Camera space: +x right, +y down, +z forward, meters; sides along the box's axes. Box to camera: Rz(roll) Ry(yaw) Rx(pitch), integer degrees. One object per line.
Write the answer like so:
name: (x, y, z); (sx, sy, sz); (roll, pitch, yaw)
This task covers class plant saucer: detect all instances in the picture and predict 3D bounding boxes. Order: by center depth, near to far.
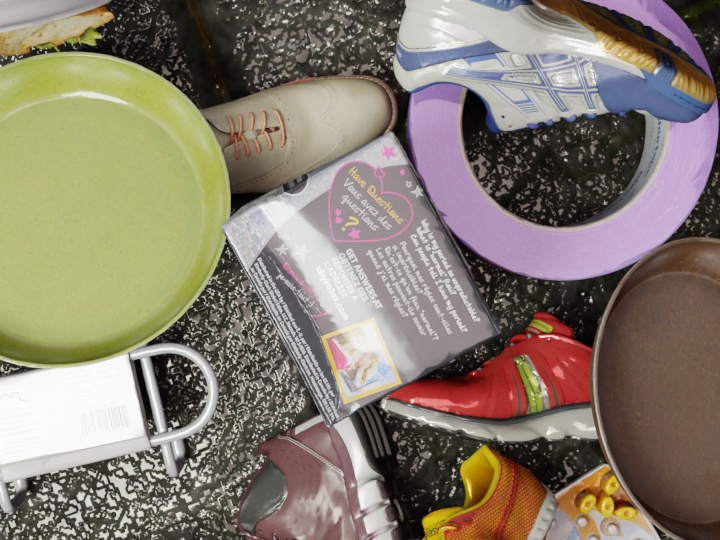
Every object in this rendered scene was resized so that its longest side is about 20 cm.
plant saucer: (-0.177, -0.035, 0.821); (0.198, 0.031, 0.202); (1, 72, -2)
plant saucer: (0.222, 0.080, 0.875); (0.199, 0.034, 0.202); (5, 79, -27)

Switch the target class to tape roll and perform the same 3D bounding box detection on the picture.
tape roll: (0.130, -0.095, 0.891); (0.198, 0.066, 0.202); (0, 92, -1)

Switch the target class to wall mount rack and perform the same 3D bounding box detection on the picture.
wall mount rack: (-0.194, 0.062, 0.896); (0.198, 0.075, 0.175); (-12, 95, 0)

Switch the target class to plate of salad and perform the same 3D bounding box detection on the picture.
plate of salad: (-0.240, -0.154, 0.832); (0.198, 0.200, 0.048); (-6, 114, 0)

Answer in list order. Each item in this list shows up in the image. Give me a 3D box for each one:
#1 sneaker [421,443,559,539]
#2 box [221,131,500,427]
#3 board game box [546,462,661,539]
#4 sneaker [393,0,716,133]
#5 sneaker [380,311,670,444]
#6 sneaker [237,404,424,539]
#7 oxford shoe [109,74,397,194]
sneaker: (0.060, 0.196, 0.835); (0.077, 0.201, 0.073); (34, 132, -7)
box: (0.000, 0.000, 0.826); (0.114, 0.200, 0.133); (-28, 92, -1)
board game box: (0.139, 0.267, 0.920); (0.199, 0.026, 0.201); (-31, 91, 1)
sneaker: (0.116, -0.122, 0.833); (0.199, 0.075, 0.089); (20, 115, -4)
sneaker: (0.109, 0.070, 0.898); (0.198, 0.077, 0.086); (-1, 87, -10)
sneaker: (-0.017, 0.194, 0.893); (0.115, 0.076, 0.201); (-22, 75, 17)
oxford shoe: (-0.070, -0.082, 0.886); (0.198, 0.074, 0.071); (-18, 92, 1)
